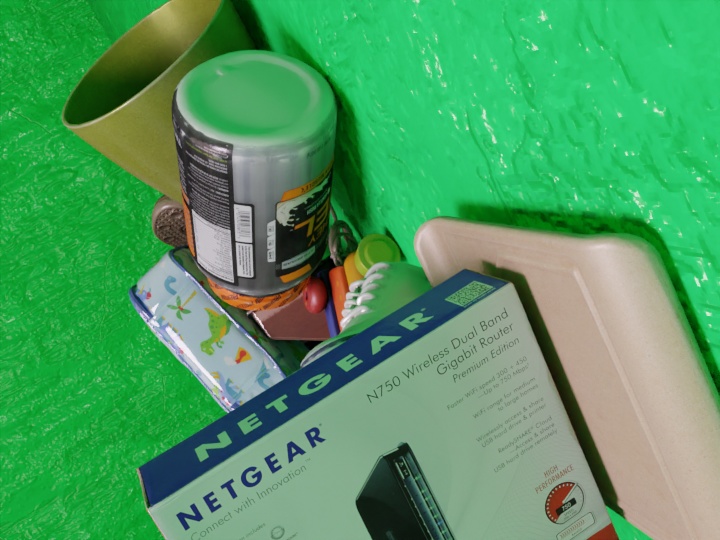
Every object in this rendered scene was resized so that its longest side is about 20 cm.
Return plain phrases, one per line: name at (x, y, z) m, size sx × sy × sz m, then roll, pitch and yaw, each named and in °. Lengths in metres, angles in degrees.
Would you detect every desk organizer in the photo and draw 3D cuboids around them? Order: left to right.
desk organizer at (-0.050, 0.041, 0.861) m, size 0.077 × 0.072 × 0.200 m, roll 57°, pitch -171°, yaw -2°

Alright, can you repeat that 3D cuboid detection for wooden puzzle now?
wooden puzzle at (0.115, 0.054, 0.419) m, size 0.185 × 0.037 × 0.200 m, roll 62°, pitch 164°, yaw -14°

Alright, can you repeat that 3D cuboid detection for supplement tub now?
supplement tub at (-0.084, -0.065, 0.649) m, size 0.123 × 0.122 × 0.200 m, roll 53°, pitch 153°, yaw 31°

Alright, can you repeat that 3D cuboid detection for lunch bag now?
lunch bag at (-0.137, 0.065, 0.837) m, size 0.200 × 0.082 × 0.161 m, roll 46°, pitch -172°, yaw -1°

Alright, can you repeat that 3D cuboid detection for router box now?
router box at (0.019, 0.126, 0.407) m, size 0.180 × 0.200 × 0.049 m, roll 64°, pitch 165°, yaw -18°

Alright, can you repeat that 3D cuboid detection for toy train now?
toy train at (0.000, 0.000, 0.709) m, size 0.116 × 0.085 × 0.200 m, roll 124°, pitch 136°, yaw -60°

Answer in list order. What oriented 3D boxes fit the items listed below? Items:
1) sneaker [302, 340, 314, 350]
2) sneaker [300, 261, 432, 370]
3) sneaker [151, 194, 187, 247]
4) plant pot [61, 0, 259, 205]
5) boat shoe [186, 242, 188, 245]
sneaker at (-0.079, 0.124, 0.959) m, size 0.071 × 0.200 × 0.080 m, roll 68°, pitch -168°, yaw 15°
sneaker at (0.014, 0.034, 0.509) m, size 0.071 × 0.073 × 0.200 m, roll 61°, pitch -156°, yaw 10°
sneaker at (-0.220, -0.071, 1.017) m, size 0.200 × 0.070 × 0.076 m, roll 75°, pitch -176°, yaw -73°
plant pot at (-0.143, -0.133, 0.764) m, size 0.200 × 0.187 × 0.187 m, roll 49°, pitch 177°, yaw -36°
boat shoe at (-0.138, 0.028, 0.960) m, size 0.200 × 0.060 × 0.072 m, roll 39°, pitch 168°, yaw -34°
